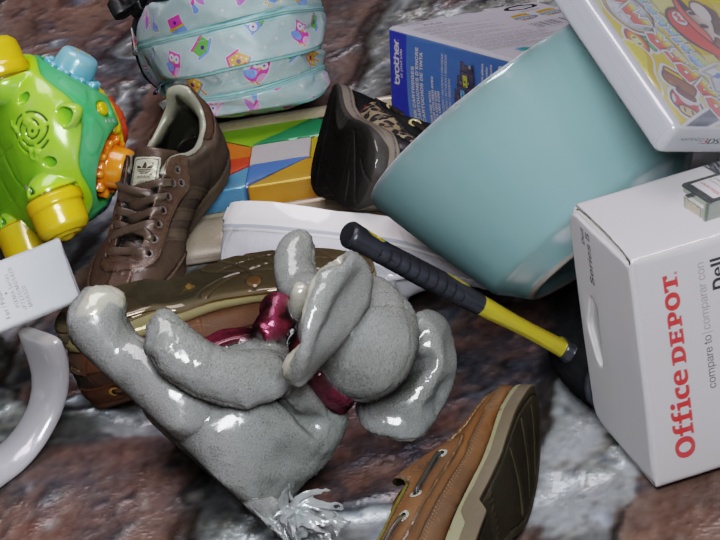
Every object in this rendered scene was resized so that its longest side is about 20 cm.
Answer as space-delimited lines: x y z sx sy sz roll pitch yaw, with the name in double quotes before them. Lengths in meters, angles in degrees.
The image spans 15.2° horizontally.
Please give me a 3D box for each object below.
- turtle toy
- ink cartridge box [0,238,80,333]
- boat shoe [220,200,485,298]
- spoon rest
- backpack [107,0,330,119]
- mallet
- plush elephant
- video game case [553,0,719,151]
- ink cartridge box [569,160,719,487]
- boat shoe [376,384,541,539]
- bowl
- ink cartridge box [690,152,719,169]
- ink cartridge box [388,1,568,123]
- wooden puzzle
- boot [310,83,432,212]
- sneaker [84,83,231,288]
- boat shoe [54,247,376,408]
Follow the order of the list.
"turtle toy" -0.218 -0.083 1.859 0.101 0.147 0.200 -20 -6 -26
"ink cartridge box" -0.281 0.041 1.656 0.173 0.044 0.200 -22 2 -24
"boat shoe" 0.000 0.000 1.688 0.198 0.069 0.072 8 -4 18
"spoon rest" -0.246 0.117 1.573 0.200 0.061 0.099 -41 35 -26
"backpack" -0.090 -0.177 2.004 0.166 0.127 0.200 -20 7 -7
"mallet" 0.076 0.025 1.508 0.199 0.041 0.066 26 9 -32
"plush elephant" -0.038 0.048 1.484 0.155 0.165 0.200 -47 56 -6
"video game case" 0.181 -0.147 1.524 0.181 0.023 0.201 -2 52 -43
"ink cartridge box" 0.227 0.015 1.471 0.199 0.146 0.084 -17 28 -12
"boat shoe" 0.047 0.120 1.412 0.067 0.072 0.200 0 27 19
"bowl" 0.115 -0.057 1.571 0.200 0.105 0.201 -33 -10 -6
"ink cartridge box" 0.269 -0.052 1.666 0.144 0.088 0.200 -8 24 9
"ink cartridge box" 0.111 -0.137 1.892 0.136 0.077 0.200 -12 22 -32
"wooden puzzle" -0.052 -0.072 1.895 0.183 0.037 0.200 -9 25 4
"boot" 0.052 -0.068 1.762 0.149 0.074 0.200 11 8 -13
"sneaker" -0.143 -0.040 1.774 0.070 0.076 0.201 0 43 19
"boat shoe" -0.084 0.035 1.646 0.199 0.068 0.072 -13 20 2
